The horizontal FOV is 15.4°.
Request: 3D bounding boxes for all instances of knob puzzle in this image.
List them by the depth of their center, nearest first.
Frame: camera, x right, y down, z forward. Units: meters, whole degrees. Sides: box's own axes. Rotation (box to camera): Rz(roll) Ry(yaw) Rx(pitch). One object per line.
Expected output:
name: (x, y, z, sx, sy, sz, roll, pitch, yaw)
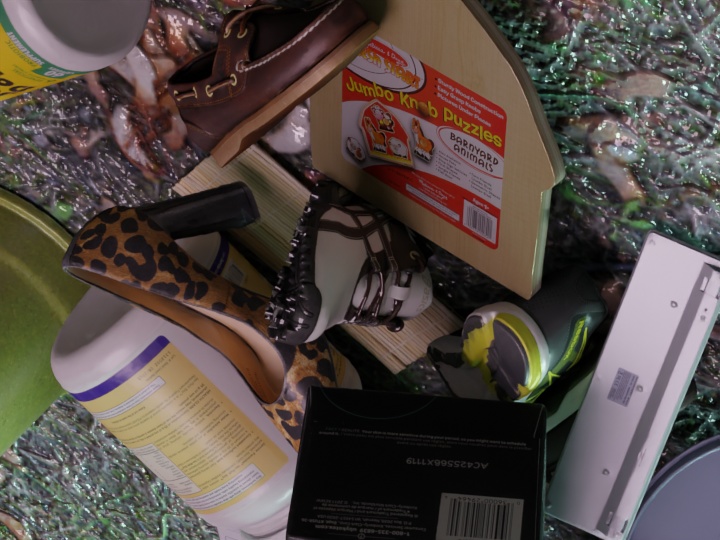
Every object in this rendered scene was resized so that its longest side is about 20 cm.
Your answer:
knob puzzle: (0.044, -0.103, 1.544, 0.219, 0.030, 0.220, 32, 141, 30)

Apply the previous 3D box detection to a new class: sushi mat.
sushi mat: (-0.026, -0.009, 1.733, 0.200, 0.012, 0.096, 40, 143, -9)

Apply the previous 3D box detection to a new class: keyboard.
keyboard: (0.165, 0.072, 1.599, 0.056, 0.011, 0.201, 26, 115, 15)

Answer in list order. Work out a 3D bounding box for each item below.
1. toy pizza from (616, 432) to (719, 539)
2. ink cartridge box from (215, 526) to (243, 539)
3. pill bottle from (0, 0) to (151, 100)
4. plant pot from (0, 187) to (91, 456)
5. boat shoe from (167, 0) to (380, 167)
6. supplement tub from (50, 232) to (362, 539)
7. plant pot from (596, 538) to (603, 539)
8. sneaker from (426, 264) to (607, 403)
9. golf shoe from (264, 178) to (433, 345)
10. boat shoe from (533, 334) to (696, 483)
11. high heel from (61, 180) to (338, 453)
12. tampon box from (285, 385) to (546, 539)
toy pizza: (0.254, 0.190, 1.653, 0.199, 0.032, 0.201, 0, 103, 2)
ink cartridge box: (0.007, 0.175, 1.852, 0.199, 0.094, 0.044, 15, 140, 24)
pill bottle: (-0.229, -0.159, 1.629, 0.199, 0.113, 0.113, -11, 126, 44)
plant pot: (-0.297, 0.067, 1.882, 0.199, 0.185, 0.201, 21, 143, 17)
boat shoe: (-0.059, -0.120, 1.563, 0.070, 0.070, 0.200, 54, 147, -3)
supplement tub: (-0.090, 0.079, 1.770, 0.200, 0.146, 0.145, 45, 142, -18)
plant pot: (0.202, 0.287, 1.767, 0.200, 0.201, 0.196, -18, 112, 47)
sneaker: (0.102, 0.051, 1.653, 0.075, 0.084, 0.200, 58, 165, 3)
golf shoe: (0.000, 0.000, 1.595, 0.094, 0.200, 0.078, 23, 112, 0)
boat shoe: (0.137, 0.102, 1.686, 0.061, 0.072, 0.201, 41, 141, -4)
high heel: (-0.097, 0.049, 1.639, 0.071, 0.142, 0.201, -37, 74, 52)
tampon box: (0.034, 0.189, 1.608, 0.149, 0.127, 0.201, 4, 132, 5)
